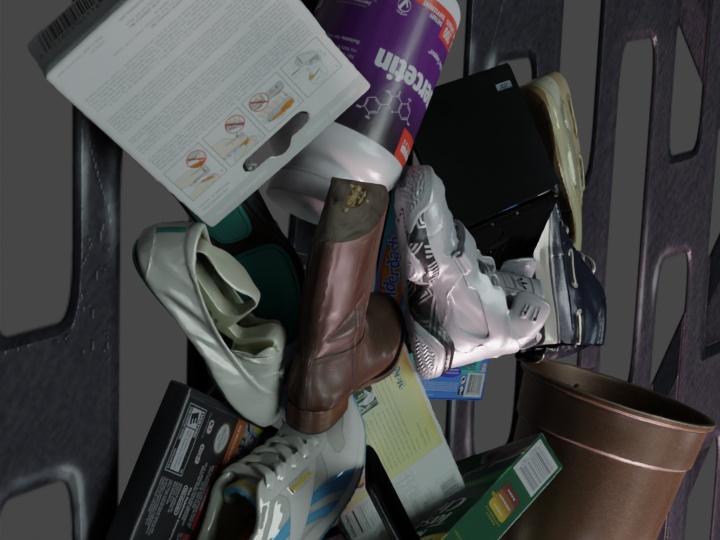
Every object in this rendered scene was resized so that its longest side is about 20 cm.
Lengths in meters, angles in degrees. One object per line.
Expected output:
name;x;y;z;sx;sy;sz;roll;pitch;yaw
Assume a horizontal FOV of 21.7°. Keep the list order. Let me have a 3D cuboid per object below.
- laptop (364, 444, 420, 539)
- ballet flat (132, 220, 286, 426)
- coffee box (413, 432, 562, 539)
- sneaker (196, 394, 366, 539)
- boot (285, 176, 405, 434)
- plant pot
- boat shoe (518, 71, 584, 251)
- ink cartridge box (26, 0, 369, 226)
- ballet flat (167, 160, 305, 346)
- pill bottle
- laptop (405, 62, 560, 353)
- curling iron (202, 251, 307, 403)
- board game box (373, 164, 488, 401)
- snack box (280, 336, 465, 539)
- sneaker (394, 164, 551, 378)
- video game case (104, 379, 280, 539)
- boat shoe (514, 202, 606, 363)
laptop;0.005;0.265;1.483;0.202;0.115;0.187;63;1;-3
ballet flat;-0.095;0.041;1.395;0.070;0.069;0.201;-54;128;-30
coffee box;0.086;0.223;1.681;0.200;0.122;0.044;-39;100;-47
sneaker;-0.061;0.167;1.439;0.201;0.076;0.081;-61;139;-26
boot;0.000;0.000;1.433;0.187;0.064;0.202;-57;159;-53
plant pot;0.225;0.211;1.841;0.199;0.199;0.200;7;101;-55
boat shoe;0.186;-0.089;1.791;0.065;0.072;0.202;-34;121;-44
ink cartridge box;-0.107;-0.141;1.293;0.160;0.047;0.200;-41;136;5
ballet flat;-0.088;-0.032;1.418;0.073;0.073;0.201;-54;134;-30
pill bottle;-0.003;-0.138;1.467;0.112;0.112;0.202;38;69;-52
laptop;0.084;-0.054;1.628;0.177;0.103;0.201;-23;143;-49
curling iron;-0.099;0.064;1.469;0.050;0.025;0.201;43;68;-28
board game box;0.072;0.014;1.677;0.151;0.045;0.202;8;94;-55
snack box;0.010;0.147;1.596;0.116;0.037;0.201;-33;131;-12
sneaker;0.090;-0.005;1.503;0.075;0.114;0.202;-102;-176;-53
video game case;-0.129;0.202;1.443;0.180;0.025;0.202;33;76;-57
boat shoe;0.177;-0.013;1.755;0.092;0.074;0.203;2;82;-40
